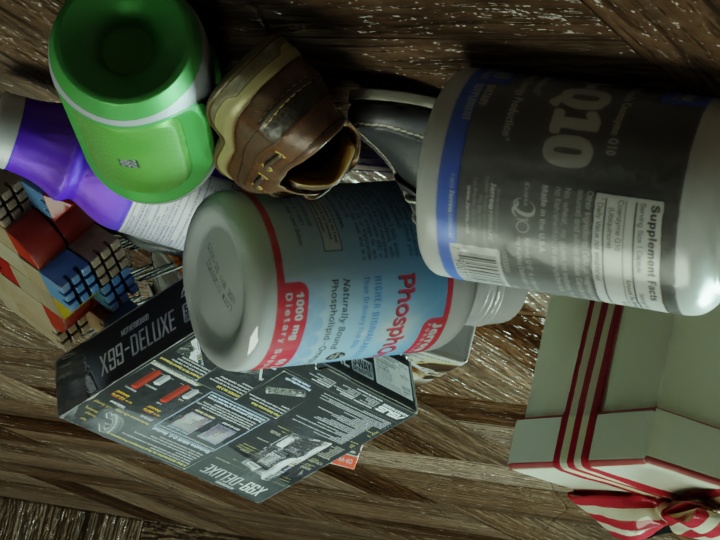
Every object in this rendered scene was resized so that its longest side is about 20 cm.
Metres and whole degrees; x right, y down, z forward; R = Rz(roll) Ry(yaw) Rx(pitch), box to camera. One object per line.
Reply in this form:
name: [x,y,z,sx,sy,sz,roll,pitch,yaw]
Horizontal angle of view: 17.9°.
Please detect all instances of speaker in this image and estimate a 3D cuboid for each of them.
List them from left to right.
speaker: [-0.121,-0.096,1.268,0.088,0.089,0.200,13,167,3]

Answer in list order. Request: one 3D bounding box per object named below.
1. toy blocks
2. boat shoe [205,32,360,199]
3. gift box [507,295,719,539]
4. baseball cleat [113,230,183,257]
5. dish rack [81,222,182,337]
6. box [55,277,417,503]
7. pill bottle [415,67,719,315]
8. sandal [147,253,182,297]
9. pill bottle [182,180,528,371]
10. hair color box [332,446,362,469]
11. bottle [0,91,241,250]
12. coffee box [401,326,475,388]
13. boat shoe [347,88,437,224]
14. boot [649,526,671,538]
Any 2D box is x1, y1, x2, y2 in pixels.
toy blocks: [-0.210,-0.013,1.559,0.137,0.100,0.200,32,154,38]
boat shoe: [-0.037,-0.068,1.272,0.068,0.072,0.200,44,175,9]
gift box: [0.227,0.082,1.443,0.200,0.187,0.184,19,167,-19]
baseball cleat: [-0.081,-0.023,1.561,0.199,0.070,0.106,11,159,11]
dish rack: [-0.166,0.035,1.685,0.054,0.201,0.153,-24,-168,-37]
box: [-0.084,0.080,1.571,0.158,0.050,0.200,-32,139,30]
pill bottle: [0.138,-0.038,1.184,0.199,0.114,0.114,9,166,19]
sandal: [-0.120,0.038,1.725,0.079,0.059,0.207,34,-172,-37]
pill bottle: [0.000,0.000,1.409,0.199,0.109,0.109,-5,177,-28]
hair color box: [-0.059,0.087,1.866,0.111,0.064,0.200,17,-168,-12]
bottle: [-0.136,-0.062,1.448,0.199,0.065,0.084,16,133,-14]
coffee box: [0.008,0.033,1.698,0.113,0.080,0.200,16,167,-10]
boat shoe: [0.060,-0.048,1.334,0.073,0.063,0.200,5,164,42]
boot: [0.340,0.233,2.216,0.157,0.080,0.211,14,167,-4]
